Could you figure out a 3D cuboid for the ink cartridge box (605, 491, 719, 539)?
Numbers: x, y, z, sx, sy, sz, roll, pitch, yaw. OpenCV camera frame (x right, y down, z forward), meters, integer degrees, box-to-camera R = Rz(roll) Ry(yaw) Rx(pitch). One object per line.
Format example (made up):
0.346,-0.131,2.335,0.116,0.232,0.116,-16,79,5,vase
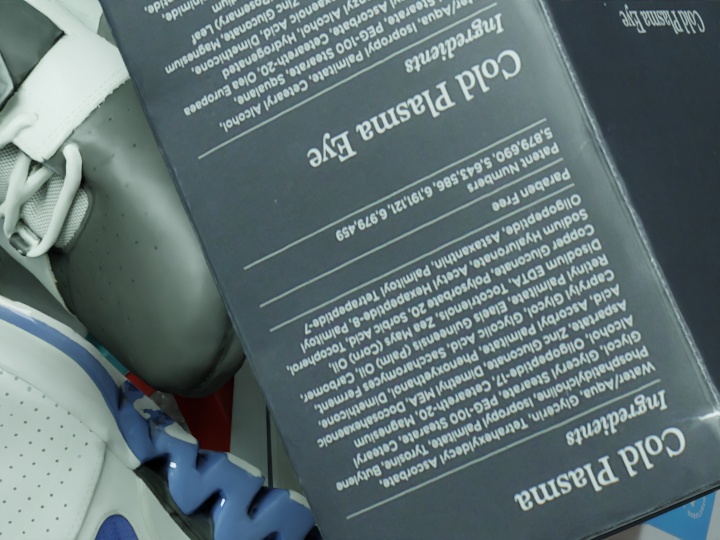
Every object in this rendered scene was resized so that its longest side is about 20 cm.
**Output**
0.115,0.159,1.085,0.200,0.067,0.116,58,35,-32,ink cartridge box

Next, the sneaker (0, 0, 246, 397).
-0.101,-0.044,0.735,0.088,0.074,0.200,-10,54,-43,sneaker

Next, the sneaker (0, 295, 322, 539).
-0.091,0.078,0.721,0.199,0.081,0.115,35,67,-37,sneaker

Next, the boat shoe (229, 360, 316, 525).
0.000,0.000,0.821,0.072,0.066,0.200,5,85,-45,boat shoe

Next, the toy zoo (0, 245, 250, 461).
-0.054,0.015,0.828,0.200,0.020,0.131,-40,116,-38,toy zoo

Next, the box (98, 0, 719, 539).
0.047,-0.027,0.733,0.200,0.104,0.182,-9,74,-64,box
